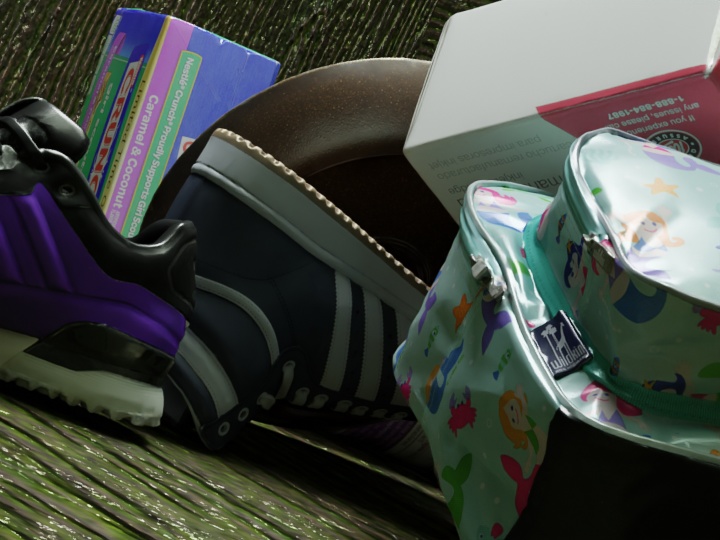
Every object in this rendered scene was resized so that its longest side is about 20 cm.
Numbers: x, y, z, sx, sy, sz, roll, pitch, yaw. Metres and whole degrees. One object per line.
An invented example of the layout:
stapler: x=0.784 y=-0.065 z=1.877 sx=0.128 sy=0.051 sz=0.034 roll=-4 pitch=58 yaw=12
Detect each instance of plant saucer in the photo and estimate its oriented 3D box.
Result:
plant saucer: x=0.000 y=0.000 z=1.005 sx=0.199 sy=0.201 sz=0.032 roll=22 pitch=29 yaw=-32

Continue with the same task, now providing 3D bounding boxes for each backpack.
backpack: x=0.107 y=0.040 z=0.799 sx=0.176 sy=0.152 sz=0.200 roll=15 pitch=17 yaw=-21

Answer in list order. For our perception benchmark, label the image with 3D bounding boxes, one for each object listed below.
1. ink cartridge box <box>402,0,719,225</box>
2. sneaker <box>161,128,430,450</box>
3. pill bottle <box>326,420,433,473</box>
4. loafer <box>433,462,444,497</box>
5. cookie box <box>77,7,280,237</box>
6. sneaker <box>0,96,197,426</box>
ink cartridge box: x=0.134 y=-0.025 z=0.935 sx=0.146 sy=0.083 sz=0.200 roll=-13 pitch=-48 yaw=35
sneaker: x=-0.018 y=0.041 z=0.941 sx=0.200 sy=0.109 sz=0.070 roll=40 pitch=-10 yaw=-32
pill bottle: x=0.047 y=0.046 z=1.157 sx=0.199 sy=0.112 sz=0.111 roll=22 pitch=1 yaw=-18
loafer: x=0.106 y=0.106 z=0.881 sx=0.199 sy=0.072 sz=0.063 roll=27 pitch=11 yaw=29
cookie box: x=-0.126 y=-0.064 z=1.372 sx=0.075 sy=0.173 sz=0.200 roll=19 pitch=2 yaw=-17
sneaker: x=-0.148 y=-0.022 z=0.832 sx=0.199 sy=0.100 sz=0.070 roll=23 pitch=-1 yaw=-20
